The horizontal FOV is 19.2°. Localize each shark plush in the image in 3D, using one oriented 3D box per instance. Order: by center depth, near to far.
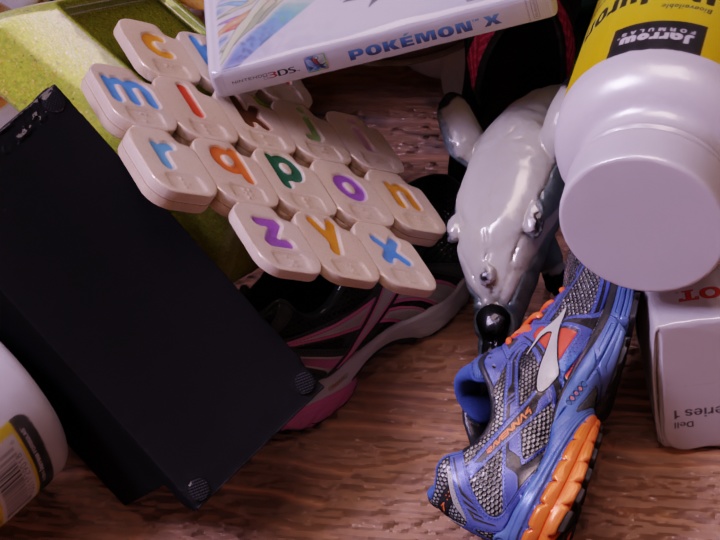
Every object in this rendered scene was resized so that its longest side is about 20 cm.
[{"bbox_3d":[0.096,-0.018,1.134,0.091,0.083,0.200,-16,54,28],"label":"shark plush"}]

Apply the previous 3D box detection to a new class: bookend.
[{"bbox_3d":[-0.144,0.033,1.102,0.092,0.199,0.200,-43,93,-24],"label":"bookend"}]

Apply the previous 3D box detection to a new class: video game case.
[{"bbox_3d":[0.002,-0.188,1.148,0.182,0.022,0.200,-13,49,7],"label":"video game case"}]

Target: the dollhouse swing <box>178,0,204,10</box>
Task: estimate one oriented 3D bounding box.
[{"bbox_3d":[-0.088,-0.199,1.357,0.200,0.182,0.176,24,64,2],"label":"dollhouse swing"}]

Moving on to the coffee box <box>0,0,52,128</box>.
[{"bbox_3d":[-0.234,-0.131,1.267,0.114,0.200,0.080,-11,38,-2],"label":"coffee box"}]

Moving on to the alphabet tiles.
[{"bbox_3d":[-0.047,-0.057,1.095,0.200,0.015,0.196,7,38,-43],"label":"alphabet tiles"}]

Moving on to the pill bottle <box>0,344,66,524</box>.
[{"bbox_3d":[-0.246,0.115,1.011,0.111,0.111,0.200,26,57,36],"label":"pill bottle"}]

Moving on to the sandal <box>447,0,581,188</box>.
[{"bbox_3d":[0.089,-0.118,1.192,0.075,0.201,0.045,0,20,-11],"label":"sandal"}]

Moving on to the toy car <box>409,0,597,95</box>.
[{"bbox_3d":[0.114,-0.182,1.306,0.175,0.150,0.200,-19,39,-14],"label":"toy car"}]

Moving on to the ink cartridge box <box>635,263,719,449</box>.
[{"bbox_3d":[0.213,-0.008,1.121,0.146,0.085,0.200,-7,38,3],"label":"ink cartridge box"}]

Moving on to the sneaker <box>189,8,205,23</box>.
[{"bbox_3d":[-0.087,-0.110,1.314,0.084,0.073,0.200,1,38,16],"label":"sneaker"}]

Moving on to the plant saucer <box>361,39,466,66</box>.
[{"bbox_3d":[0.018,-0.216,1.234,0.200,0.201,0.037,-3,-2,6],"label":"plant saucer"}]

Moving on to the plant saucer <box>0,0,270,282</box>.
[{"bbox_3d":[-0.101,-0.092,1.173,0.200,0.048,0.200,41,21,7],"label":"plant saucer"}]

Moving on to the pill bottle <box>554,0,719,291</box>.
[{"bbox_3d":[0.159,-0.083,1.068,0.111,0.112,0.200,4,41,16],"label":"pill bottle"}]

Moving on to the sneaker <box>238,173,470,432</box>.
[{"bbox_3d":[0.000,0.000,1.149,0.080,0.087,0.200,17,44,27],"label":"sneaker"}]

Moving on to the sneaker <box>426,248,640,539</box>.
[{"bbox_3d":[0.088,0.051,1.052,0.078,0.075,0.200,17,49,7],"label":"sneaker"}]
